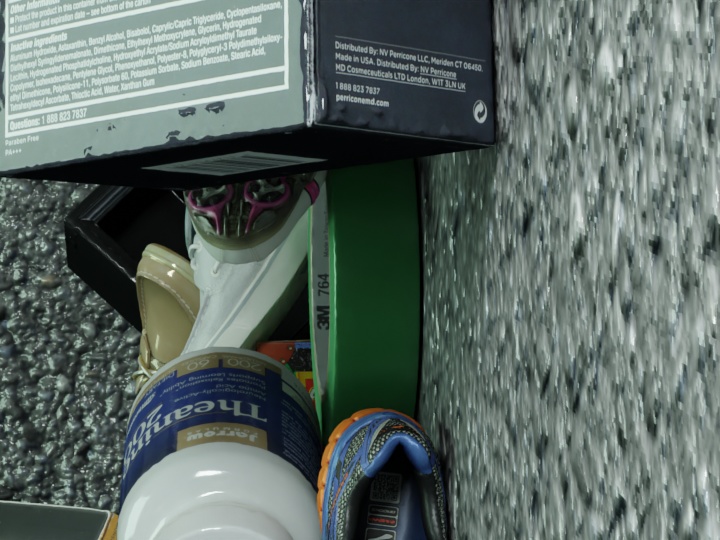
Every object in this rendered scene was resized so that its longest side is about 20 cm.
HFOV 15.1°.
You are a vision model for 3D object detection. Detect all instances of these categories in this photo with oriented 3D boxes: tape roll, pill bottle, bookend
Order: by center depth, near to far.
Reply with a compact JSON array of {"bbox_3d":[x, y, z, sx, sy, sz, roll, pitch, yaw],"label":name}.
[{"bbox_3d":[-0.073,0.127,1.446,0.200,0.111,0.111,-97,8,-68],"label":"pill bottle"},{"bbox_3d":[0.000,0.000,1.526,0.200,0.048,0.201,180,90,-85],"label":"tape roll"},{"bbox_3d":[-0.065,-0.020,1.871,0.200,0.199,0.092,42,162,11],"label":"bookend"}]

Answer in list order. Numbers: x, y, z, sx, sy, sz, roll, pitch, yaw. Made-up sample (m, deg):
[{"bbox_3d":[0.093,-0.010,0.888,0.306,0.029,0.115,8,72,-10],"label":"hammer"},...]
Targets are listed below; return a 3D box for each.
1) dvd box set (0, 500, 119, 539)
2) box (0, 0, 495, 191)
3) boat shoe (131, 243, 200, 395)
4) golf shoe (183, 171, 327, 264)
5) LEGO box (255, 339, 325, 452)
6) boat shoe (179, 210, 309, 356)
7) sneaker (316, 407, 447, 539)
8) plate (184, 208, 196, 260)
[{"bbox_3d":[-0.117,0.191,1.593,0.146,0.200,0.029,-1,61,51],"label":"dvd box set"},{"bbox_3d":[-0.052,-0.144,1.169,0.200,0.123,0.199,-5,85,43],"label":"box"},{"bbox_3d":[-0.110,0.067,1.746,0.072,0.065,0.200,29,151,34],"label":"boat shoe"},{"bbox_3d":[-0.050,-0.047,1.453,0.200,0.073,0.092,-80,-14,-61],"label":"golf shoe"},{"bbox_3d":[-0.029,0.155,1.705,0.200,0.077,0.149,98,170,-59],"label":"LEGO box"},{"bbox_3d":[-0.067,-0.012,1.657,0.200,0.068,0.072,-59,-10,15],"label":"boat shoe"},{"bbox_3d":[0.009,0.164,1.324,0.078,0.075,0.200,134,133,-79],"label":"sneaker"},{"bbox_3d":[-0.061,-0.093,1.707,0.200,0.026,0.200,-54,-19,-28],"label":"plate"}]
